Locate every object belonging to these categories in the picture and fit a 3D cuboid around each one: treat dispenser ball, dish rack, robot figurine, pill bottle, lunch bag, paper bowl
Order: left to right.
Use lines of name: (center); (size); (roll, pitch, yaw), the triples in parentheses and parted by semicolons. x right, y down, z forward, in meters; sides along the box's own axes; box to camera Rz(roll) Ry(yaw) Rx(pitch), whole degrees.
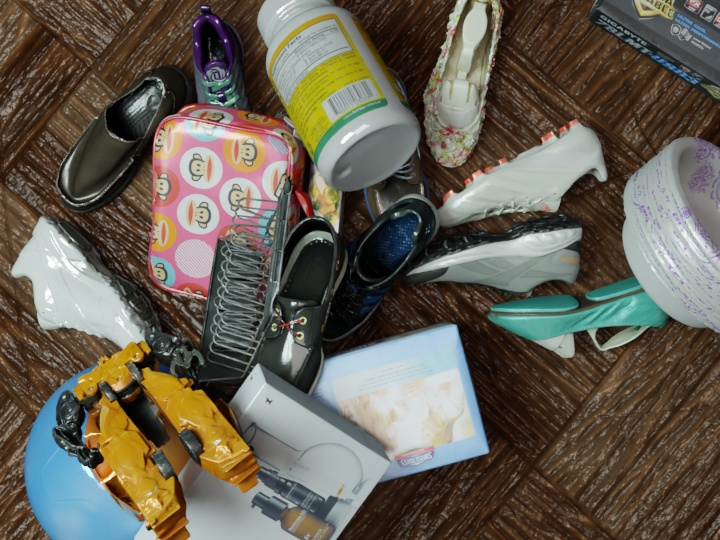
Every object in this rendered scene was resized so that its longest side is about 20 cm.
treat dispenser ball: (-0.233, 0.191, 0.937); (0.197, 0.201, 0.205); (0, 87, 2)
robot figurine: (-0.177, 0.135, 0.795); (0.144, 0.059, 0.199); (-34, 43, -19)
lunch bag: (-0.129, -0.064, 0.977); (0.173, 0.082, 0.204); (11, 112, 5)
dish rack: (-0.104, 0.010, 0.849); (0.054, 0.200, 0.156); (10, 63, -14)
pill bottle: (-0.029, -0.191, 0.941); (0.111, 0.113, 0.202); (-29, 68, 1)
paper bowl: (0.346, -0.025, 0.943); (0.201, 0.200, 0.104); (50, 130, 3)

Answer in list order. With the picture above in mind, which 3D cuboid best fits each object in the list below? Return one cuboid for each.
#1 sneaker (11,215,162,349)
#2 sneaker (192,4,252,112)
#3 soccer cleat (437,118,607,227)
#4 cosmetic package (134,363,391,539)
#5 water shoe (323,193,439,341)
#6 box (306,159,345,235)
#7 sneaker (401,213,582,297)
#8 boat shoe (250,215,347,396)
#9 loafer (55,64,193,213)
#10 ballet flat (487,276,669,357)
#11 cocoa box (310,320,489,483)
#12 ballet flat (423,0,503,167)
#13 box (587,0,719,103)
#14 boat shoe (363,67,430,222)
sneaker: (-0.300, 0.039, 1.019); (0.200, 0.078, 0.100); (44, 96, 13)
sneaker: (-0.153, -0.179, 1.009); (0.073, 0.088, 0.204); (-13, 86, 2)
soccer cleat: (0.174, -0.088, 1.003); (0.198, 0.069, 0.079); (-28, 89, -2)
cosmetic package: (-0.089, 0.210, 0.852); (0.150, 0.052, 0.201); (34, 94, -20)
water shoe: (0.000, 0.000, 0.972); (0.071, 0.079, 0.201); (42, 114, 7)
box: (-0.034, -0.118, 1.025); (0.038, 0.041, 0.204); (4, 86, 3)
sneaker: (0.141, -0.004, 0.998); (0.196, 0.074, 0.081); (-9, 107, 7)
boat shoe: (-0.065, 0.045, 0.898); (0.072, 0.063, 0.205); (11, 69, 17)
loafer: (-0.268, -0.147, 1.013); (0.073, 0.071, 0.200); (42, 99, 4)
ballet flat: (0.237, 0.055, 0.995); (0.196, 0.067, 0.072); (-11, 99, 3)
cocoa box: (0.020, 0.142, 0.964); (0.196, 0.131, 0.136); (-15, 86, 2)
ballet flat: (0.110, -0.216, 1.013); (0.074, 0.064, 0.204); (9, 88, 2)
box: (0.381, -0.313, 1.015); (0.198, 0.050, 0.200); (32, 90, 3)
boat shoe: (0.031, -0.120, 1.006); (0.071, 0.072, 0.204); (-13, 86, 3)
